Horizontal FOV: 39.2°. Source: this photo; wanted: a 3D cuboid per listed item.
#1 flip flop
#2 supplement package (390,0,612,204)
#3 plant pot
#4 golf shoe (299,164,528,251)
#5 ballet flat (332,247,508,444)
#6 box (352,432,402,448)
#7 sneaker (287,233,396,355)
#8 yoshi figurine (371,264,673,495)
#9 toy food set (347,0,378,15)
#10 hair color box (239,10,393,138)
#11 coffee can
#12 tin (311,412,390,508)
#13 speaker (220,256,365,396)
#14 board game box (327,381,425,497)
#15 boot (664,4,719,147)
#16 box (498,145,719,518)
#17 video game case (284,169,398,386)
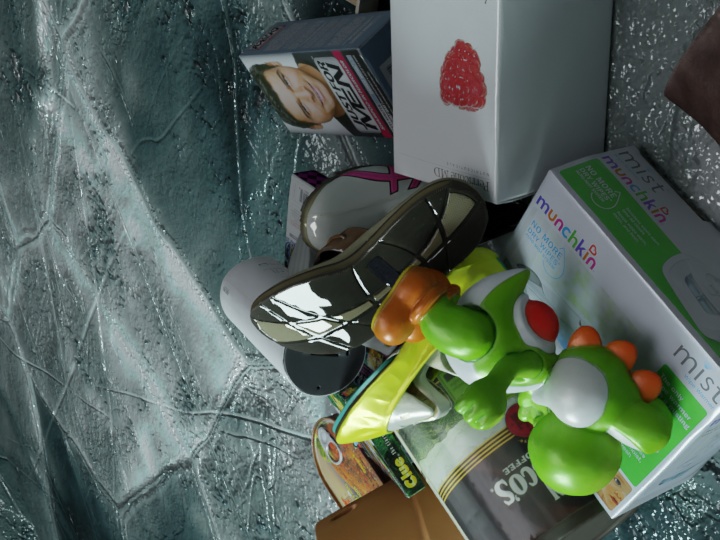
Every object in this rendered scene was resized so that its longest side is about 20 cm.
[{"bbox_3d":[0.005,-0.006,0.754,0.200,0.081,0.058,-38,30,18],"label":"flip flop"},{"bbox_3d":[0.103,-0.167,0.754,0.121,0.120,0.200,23,123,48],"label":"supplement package"},{"bbox_3d":[0.041,0.289,0.959,0.200,0.140,0.200,164,90,-87],"label":"plant pot"},{"bbox_3d":[0.046,-0.049,0.818,0.092,0.200,0.073,17,112,54],"label":"golf shoe"},{"bbox_3d":[0.052,0.073,0.774,0.067,0.067,0.200,40,108,19],"label":"ballet flat"},{"bbox_3d":[0.015,0.086,1.067,0.137,0.039,0.200,-17,89,56],"label":"box"},{"bbox_3d":[0.000,0.000,0.886,0.200,0.116,0.074,-84,20,-55],"label":"sneaker"},{"bbox_3d":[0.103,0.081,0.677,0.200,0.112,0.112,29,146,16],"label":"yoshi figurine"},{"bbox_3d":[-0.045,-0.331,0.950,0.200,0.060,0.144,40,135,39],"label":"toy food set"},{"bbox_3d":[-0.019,-0.181,0.946,0.200,0.061,0.099,14,145,53],"label":"hair color box"},{"bbox_3d":[0.119,0.145,0.846,0.200,0.146,0.146,54,142,26],"label":"coffee can"},{"bbox_3d":[0.011,0.249,1.149,0.200,0.042,0.112,53,138,27],"label":"tin"},{"bbox_3d":[-0.069,0.048,0.961,0.200,0.081,0.081,-148,49,-61],"label":"speaker"},{"bbox_3d":[0.004,0.147,0.959,0.105,0.023,0.200,59,172,-5],"label":"board game box"},{"bbox_3d":[0.271,-0.113,0.576,0.166,0.072,0.200,55,146,21],"label":"boot"},{"bbox_3d":[0.195,0.044,0.739,0.200,0.097,0.177,56,145,26],"label":"box"},{"bbox_3d":[-0.009,0.018,1.005,0.200,0.036,0.181,34,128,44],"label":"video game case"}]
